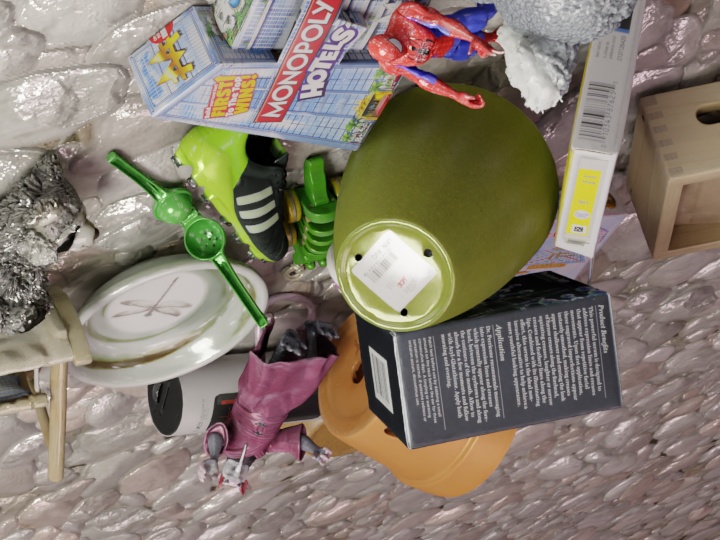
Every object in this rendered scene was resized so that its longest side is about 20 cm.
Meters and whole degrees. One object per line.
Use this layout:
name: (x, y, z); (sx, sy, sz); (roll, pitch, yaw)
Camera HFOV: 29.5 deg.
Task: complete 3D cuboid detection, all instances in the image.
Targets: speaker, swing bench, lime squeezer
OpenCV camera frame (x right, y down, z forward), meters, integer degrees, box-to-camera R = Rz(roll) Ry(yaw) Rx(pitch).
speaker: (-0.122, 0.127, 1.447); (0.200, 0.081, 0.081); (-1, 144, -36)
swing bench: (-0.353, 0.098, 1.167); (0.199, 0.130, 0.200); (-9, 143, -27)
lime squeezer: (-0.149, -0.034, 1.157); (0.038, 0.071, 0.200); (-29, 117, 22)

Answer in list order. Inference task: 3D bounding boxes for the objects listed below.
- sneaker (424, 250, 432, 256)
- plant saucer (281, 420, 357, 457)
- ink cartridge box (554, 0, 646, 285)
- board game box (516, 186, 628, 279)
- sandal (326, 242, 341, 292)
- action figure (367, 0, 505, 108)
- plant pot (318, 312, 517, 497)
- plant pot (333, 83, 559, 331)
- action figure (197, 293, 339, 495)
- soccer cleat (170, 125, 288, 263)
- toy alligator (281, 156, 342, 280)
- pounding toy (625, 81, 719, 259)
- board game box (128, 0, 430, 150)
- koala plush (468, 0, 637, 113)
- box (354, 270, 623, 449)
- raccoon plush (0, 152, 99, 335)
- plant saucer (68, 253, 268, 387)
sneaker: (0.100, -0.027, 1.320); (0.085, 0.074, 0.200); (27, 131, -9)
plant saucer: (-0.007, 0.178, 1.673); (0.200, 0.035, 0.200); (-19, 151, -11)
ink cartridge box: (0.202, -0.122, 1.175); (0.047, 0.198, 0.200); (11, 150, 5)
board game box: (0.158, -0.009, 1.478); (0.200, 0.041, 0.200); (-5, 147, -32)
sandal: (0.006, 0.005, 1.252); (0.050, 0.082, 0.203); (-53, 179, 17)
action figure: (0.088, -0.162, 1.013); (0.200, 0.099, 0.065); (-18, 139, -48)
plant pot: (0.051, 0.119, 1.390); (0.140, 0.200, 0.200); (18, 132, -31)
plant pot: (0.052, -0.034, 1.107); (0.187, 0.187, 0.200); (-42, -174, 29)
action figure: (-0.106, 0.135, 1.361); (0.134, 0.149, 0.200); (12, 118, -34)
soccer cleat: (-0.089, -0.068, 1.159); (0.081, 0.068, 0.200); (-38, 152, -2)
toy alligator: (-0.044, -0.029, 1.268); (0.059, 0.054, 0.200); (-15, 150, -18)
pounding toy: (0.380, -0.120, 1.399); (0.200, 0.142, 0.184); (-12, 151, -2)
board game box: (-0.057, -0.170, 1.008); (0.200, 0.062, 0.200); (-7, 147, -32)
koala plush: (0.108, -0.217, 0.885); (0.177, 0.200, 0.184); (-51, 148, 15)
box: (0.112, 0.076, 1.234); (0.200, 0.107, 0.148); (-10, -170, -12)
raccoon plush: (-0.303, -0.020, 1.046); (0.200, 0.097, 0.134); (-8, 140, -28)
plant saucer: (-0.186, 0.036, 1.270); (0.200, 0.050, 0.200); (-20, 152, -11)
